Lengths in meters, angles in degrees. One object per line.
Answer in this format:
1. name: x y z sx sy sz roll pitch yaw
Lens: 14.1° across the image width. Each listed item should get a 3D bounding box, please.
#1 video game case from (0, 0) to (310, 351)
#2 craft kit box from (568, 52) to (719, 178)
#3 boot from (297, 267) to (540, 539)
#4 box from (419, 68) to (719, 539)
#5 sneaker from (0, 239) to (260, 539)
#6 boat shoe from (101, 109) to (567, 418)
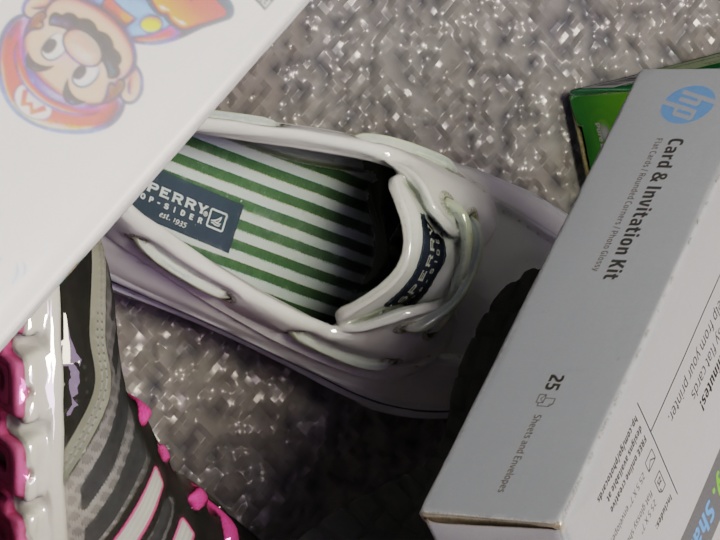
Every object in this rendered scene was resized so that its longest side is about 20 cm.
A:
1. video game case: -0.125 -0.087 0.701 0.200 0.024 0.182 43 55 -6
2. craft kit box: 0.172 0.019 0.910 0.199 0.048 0.199 -17 101 -28
3. boot: 0.037 0.105 0.781 0.200 0.067 0.131 -50 143 -36
4. box: 0.092 0.074 0.754 0.156 0.041 0.201 -60 140 -38
5. sneaker: -0.059 0.072 0.767 0.087 0.074 0.201 -14 102 -28
6. boat shoe: 0.000 0.000 0.801 0.199 0.067 0.074 11 85 -28
